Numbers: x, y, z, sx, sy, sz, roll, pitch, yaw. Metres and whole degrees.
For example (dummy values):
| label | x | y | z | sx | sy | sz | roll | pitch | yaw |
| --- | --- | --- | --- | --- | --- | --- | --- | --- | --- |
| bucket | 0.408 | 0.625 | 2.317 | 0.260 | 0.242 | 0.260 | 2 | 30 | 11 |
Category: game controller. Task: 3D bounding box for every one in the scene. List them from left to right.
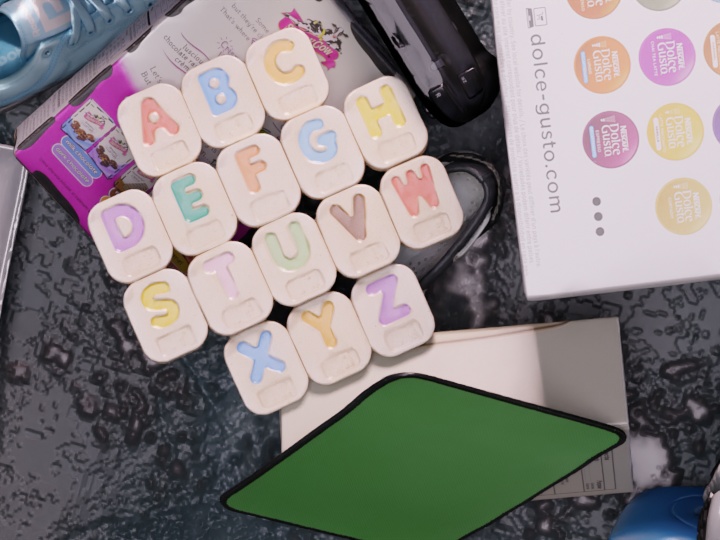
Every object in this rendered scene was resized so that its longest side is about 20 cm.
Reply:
| label | x | y | z | sx | sy | sz | roll | pitch | yaw |
| --- | --- | --- | --- | --- | --- | --- | --- | --- | --- |
| game controller | 0.016 | -0.175 | 1.469 | 0.042 | 0.104 | 0.201 | -31 | 91 | 15 |

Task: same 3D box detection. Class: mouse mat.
| label | x | y | z | sx | sy | sz | roll | pitch | yaw |
| --- | --- | --- | --- | --- | --- | --- | --- | --- | --- |
| mouse mat | 0.033 | 0.113 | 1.439 | 0.160 | 0.200 | 0.008 | 17 | 55 | -30 |

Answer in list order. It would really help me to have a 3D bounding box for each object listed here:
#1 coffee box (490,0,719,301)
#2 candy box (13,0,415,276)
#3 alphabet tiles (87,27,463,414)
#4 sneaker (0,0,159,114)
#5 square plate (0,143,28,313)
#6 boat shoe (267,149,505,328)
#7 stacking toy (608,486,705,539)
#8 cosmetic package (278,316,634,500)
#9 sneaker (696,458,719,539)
| label | x | y | z | sx | sy | sz | roll | pitch | yaw |
| --- | --- | --- | --- | --- | --- | --- | --- | --- | --- |
| coffee box | 0.177 | -0.101 | 1.411 | 0.196 | 0.200 | 0.201 | -6 | 94 | 5 |
| candy box | -0.086 | -0.093 | 1.489 | 0.200 | 0.061 | 0.136 | -40 | 108 | 7 |
| alphabet tiles | -0.047 | -0.028 | 1.437 | 0.199 | 0.015 | 0.197 | -24 | 89 | -3 |
| sneaker | -0.173 | -0.148 | 1.499 | 0.199 | 0.082 | 0.074 | -35 | 92 | 7 |
| square plate | -0.311 | 0.005 | 1.551 | 0.198 | 0.028 | 0.200 | 11 | 96 | 5 |
| boat shoe | 0.000 | 0.000 | 1.505 | 0.200 | 0.060 | 0.076 | -45 | 90 | 7 |
| stacking toy | 0.195 | 0.237 | 1.494 | 0.115 | 0.110 | 0.201 | 12 | 107 | 16 |
| cosmetic package | 0.057 | 0.087 | 1.477 | 0.198 | 0.104 | 0.074 | -6 | 63 | 4 |
| sneaker | 0.256 | 0.084 | 1.412 | 0.081 | 0.075 | 0.201 | 33 | 78 | 7 |
